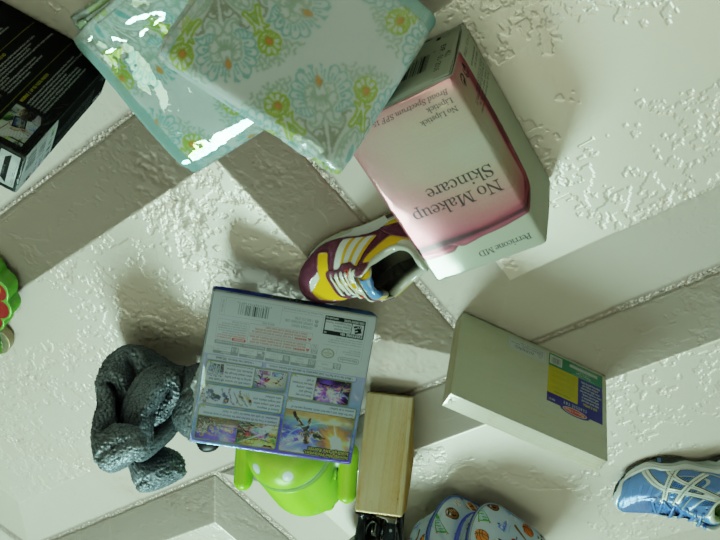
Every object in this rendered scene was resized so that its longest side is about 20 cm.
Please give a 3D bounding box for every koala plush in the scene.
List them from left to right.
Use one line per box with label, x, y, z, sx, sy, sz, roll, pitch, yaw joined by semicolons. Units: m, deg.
koala plush;-0.226;0.170;1.182;0.198;0.186;0.178;-12;154;7

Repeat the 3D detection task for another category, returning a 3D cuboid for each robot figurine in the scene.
robot figurine;-0.082;0.253;1.215;0.174;0.117;0.201;5;148;18

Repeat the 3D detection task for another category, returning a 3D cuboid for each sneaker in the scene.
sneaker;0.000;0.000;1.016;0.199;0.091;0.075;-29;118;33
sneaker;0.418;0.286;1.159;0.198;0.077;0.076;-16;125;27

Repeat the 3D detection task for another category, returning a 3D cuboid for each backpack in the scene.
backpack;0.157;0.415;1.268;0.189;0.200;0.155;29;124;-2

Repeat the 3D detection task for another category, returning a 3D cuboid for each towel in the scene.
towel;-0.169;-0.209;0.904;0.170;0.048;0.200;-24;120;31
towel;-0.057;-0.207;0.806;0.199;0.172;0.048;32;173;2

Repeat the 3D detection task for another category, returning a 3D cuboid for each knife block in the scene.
knife block;0.029;0.284;1.190;0.063;0.176;0.201;5;130;8

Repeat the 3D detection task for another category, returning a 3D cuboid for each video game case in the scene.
video game case;-0.093;0.125;1.088;0.198;0.045;0.183;10;94;-8

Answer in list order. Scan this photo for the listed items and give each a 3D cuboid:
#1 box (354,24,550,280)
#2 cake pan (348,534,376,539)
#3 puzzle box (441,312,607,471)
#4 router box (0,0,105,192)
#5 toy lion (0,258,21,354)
box;0.087;-0.110;0.891;0.127;0.109;0.201;-21;121;27
cake pan;0.050;0.456;1.338;0.200;0.200;0.037;37;91;-17
puzzle box;0.194;0.139;1.056;0.198;0.134;0.026;24;131;-6
router box;-0.351;-0.179;0.884;0.148;0.201;0.051;28;128;-9
toy lion;-0.550;0.038;1.215;0.198;0.069;0.193;11;124;6
